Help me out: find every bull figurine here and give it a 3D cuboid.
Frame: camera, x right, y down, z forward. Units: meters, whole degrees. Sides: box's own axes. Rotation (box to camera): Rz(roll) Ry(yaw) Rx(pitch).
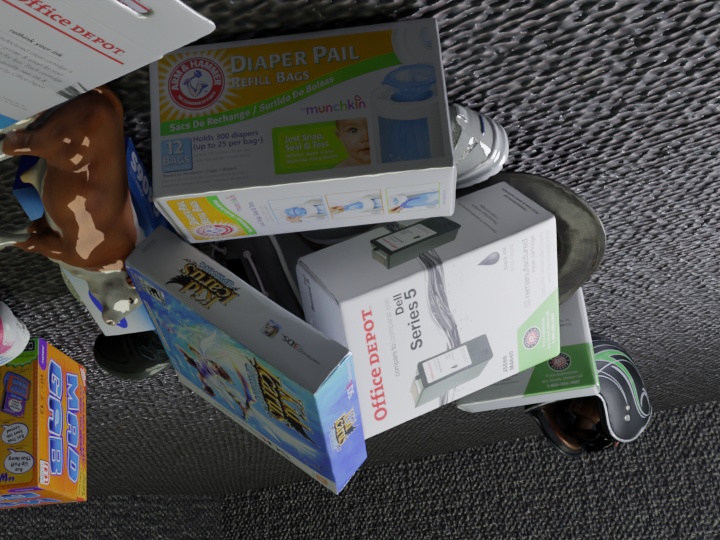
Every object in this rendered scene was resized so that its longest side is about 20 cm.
[{"bbox_3d":[-0.217,-0.049,0.729,0.121,0.065,0.200,-3,122,-10],"label":"bull figurine"}]

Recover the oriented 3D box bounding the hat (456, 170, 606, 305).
[{"bbox_3d":[0.128,-0.046,0.926,0.200,0.081,0.201,5,139,5],"label":"hat"}]

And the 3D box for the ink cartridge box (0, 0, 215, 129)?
[{"bbox_3d":[-0.191,-0.148,0.539,0.200,0.067,0.116,-15,160,28],"label":"ink cartridge box"}]

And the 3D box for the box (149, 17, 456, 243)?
[{"bbox_3d":[-0.039,-0.094,0.685,0.200,0.113,0.101,-7,165,2],"label":"box"}]

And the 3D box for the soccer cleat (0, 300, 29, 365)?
[{"bbox_3d":[-0.431,0.072,1.166,0.086,0.070,0.200,-13,172,-37],"label":"soccer cleat"}]

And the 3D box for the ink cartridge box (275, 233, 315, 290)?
[{"bbox_3d":[-0.084,0.027,1.006,0.116,0.067,0.200,38,161,7],"label":"ink cartridge box"}]

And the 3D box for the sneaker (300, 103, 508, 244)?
[{"bbox_3d":[0.019,-0.089,0.818,0.200,0.075,0.082,-26,147,23],"label":"sneaker"}]

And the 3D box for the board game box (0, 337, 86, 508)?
[{"bbox_3d":[-0.509,0.222,1.361,0.200,0.200,0.200,-6,162,1],"label":"board game box"}]

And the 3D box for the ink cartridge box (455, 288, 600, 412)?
[{"bbox_3d":[0.163,0.038,1.034,0.146,0.200,0.084,-10,165,14],"label":"ink cartridge box"}]

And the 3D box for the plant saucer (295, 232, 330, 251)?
[{"bbox_3d":[0.000,0.000,0.957,0.034,0.200,0.200,-48,173,-19],"label":"plant saucer"}]

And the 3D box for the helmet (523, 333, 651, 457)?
[{"bbox_3d":[0.364,0.197,1.611,0.200,0.191,0.200,-38,-177,3],"label":"helmet"}]

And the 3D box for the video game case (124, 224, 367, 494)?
[{"bbox_3d":[-0.083,0.076,0.762,0.181,0.045,0.200,31,155,21],"label":"video game case"}]

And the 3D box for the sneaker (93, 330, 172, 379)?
[{"bbox_3d":[-0.196,0.057,0.987,0.200,0.073,0.082,-9,133,26],"label":"sneaker"}]

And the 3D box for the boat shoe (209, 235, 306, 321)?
[{"bbox_3d":[-0.094,0.011,0.855,0.057,0.200,0.067,-30,-178,-22],"label":"boat shoe"}]

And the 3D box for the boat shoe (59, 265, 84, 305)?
[{"bbox_3d":[-0.250,0.018,1.054,0.074,0.062,0.200,-9,148,24],"label":"boat shoe"}]

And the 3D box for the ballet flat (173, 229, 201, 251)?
[{"bbox_3d":[-0.194,-0.020,0.967,0.075,0.068,0.200,16,156,1],"label":"ballet flat"}]

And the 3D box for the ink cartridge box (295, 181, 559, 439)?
[{"bbox_3d":[0.061,0.032,0.819,0.200,0.084,0.146,-22,125,-18],"label":"ink cartridge box"}]

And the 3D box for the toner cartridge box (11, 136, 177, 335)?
[{"bbox_3d":[-0.211,-0.023,0.847,0.095,0.043,0.200,-8,140,8],"label":"toner cartridge box"}]
